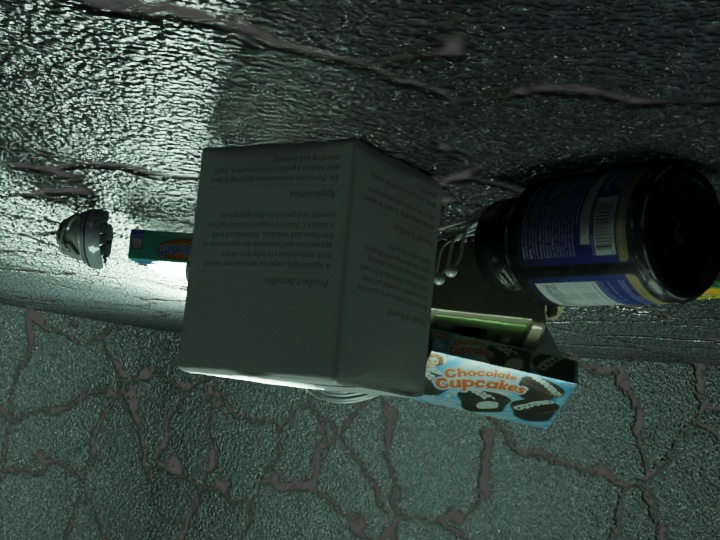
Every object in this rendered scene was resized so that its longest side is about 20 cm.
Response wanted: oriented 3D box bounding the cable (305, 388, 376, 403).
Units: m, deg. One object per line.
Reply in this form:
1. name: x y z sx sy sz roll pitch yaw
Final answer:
1. cable: -0.005 0.106 1.698 0.199 0.200 0.069 20 148 37

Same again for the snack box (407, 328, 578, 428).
1. snack box: 0.155 0.134 1.413 0.199 0.037 0.116 13 142 -4

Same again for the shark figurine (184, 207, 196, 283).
1. shark figurine: -0.108 -0.028 1.321 0.213 0.129 0.089 12 -147 25

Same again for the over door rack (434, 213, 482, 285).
1. over door rack: 0.055 -0.015 1.225 0.199 0.067 0.148 -5 174 -8

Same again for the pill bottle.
1. pill bottle: 0.193 -0.026 0.965 0.111 0.113 0.199 11 172 -37

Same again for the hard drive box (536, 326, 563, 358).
1. hard drive box: 0.184 0.092 1.574 0.155 0.201 0.077 12 133 -38

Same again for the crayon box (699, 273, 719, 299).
1. crayon box: 0.333 -0.004 1.247 0.118 0.059 0.200 9 172 -24

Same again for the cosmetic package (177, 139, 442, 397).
1. cosmetic package: -0.040 0.003 1.015 0.164 0.201 0.165 2 172 31

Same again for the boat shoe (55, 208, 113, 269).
1. boat shoe: -0.353 -0.037 1.453 0.066 0.074 0.200 4 174 -9

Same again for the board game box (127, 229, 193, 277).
1. board game box: -0.229 -0.018 1.636 0.151 0.045 0.200 4 173 7

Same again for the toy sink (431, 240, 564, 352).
1. toy sink: 0.169 0.054 1.428 0.199 0.113 0.131 6 143 -5

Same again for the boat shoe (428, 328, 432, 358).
1. boat shoe: 0.045 0.041 1.316 0.071 0.201 0.065 9 138 -6
